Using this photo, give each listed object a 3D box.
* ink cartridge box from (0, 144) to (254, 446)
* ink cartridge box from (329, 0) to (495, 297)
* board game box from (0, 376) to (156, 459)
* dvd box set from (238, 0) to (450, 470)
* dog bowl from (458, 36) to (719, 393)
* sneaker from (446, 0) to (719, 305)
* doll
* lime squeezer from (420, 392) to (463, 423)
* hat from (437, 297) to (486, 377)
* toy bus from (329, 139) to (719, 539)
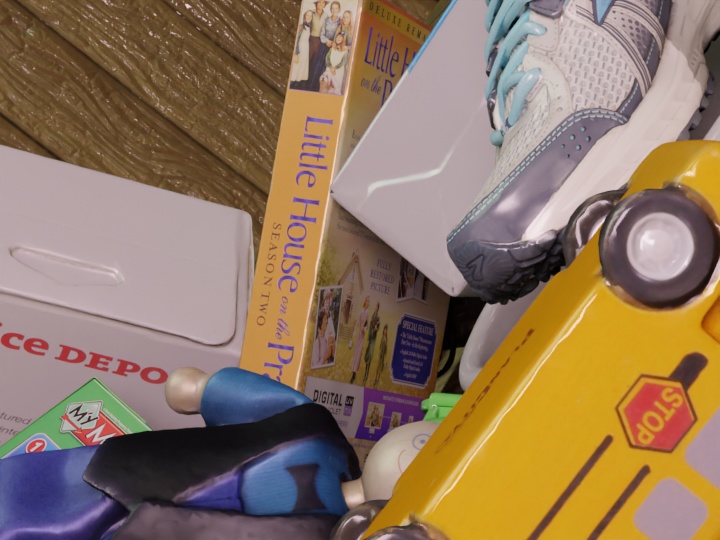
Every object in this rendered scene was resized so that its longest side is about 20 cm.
[{"bbox_3d":[-0.140,0.051,0.956,0.085,0.144,0.200,-90,20,-44],"label":"ink cartridge box"},{"bbox_3d":[0.081,-0.054,0.922,0.115,0.068,0.200,-56,-20,14],"label":"ink cartridge box"},{"bbox_3d":[-0.083,0.125,0.761,0.134,0.029,0.200,-36,43,-18],"label":"board game box"},{"bbox_3d":[0.000,0.000,0.933,0.146,0.029,0.201,15,-97,-68],"label":"dvd box set"},{"bbox_3d":[0.106,-0.015,0.763,0.200,0.059,0.200,-51,6,8],"label":"dog bowl"},{"bbox_3d":[0.063,-0.072,0.726,0.200,0.086,0.078,-56,6,-39],"label":"sneaker"},{"bbox_3d":[-0.058,0.086,0.732,0.049,0.199,0.137,81,176,-53],"label":"doll"},{"bbox_3d":[0.039,0.071,0.812,0.038,0.071,0.200,-14,22,21],"label":"lime squeezer"},{"bbox_3d":[0.043,-0.017,1.081,0.081,0.201,0.201,-9,20,15],"label":"hat"},{"bbox_3d":[0.050,0.062,0.621,0.200,0.078,0.065,-52,5,-2],"label":"toy bus"}]
